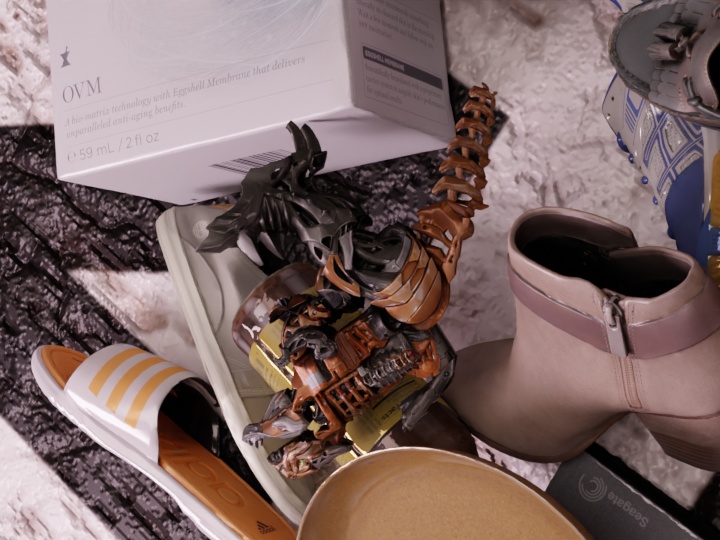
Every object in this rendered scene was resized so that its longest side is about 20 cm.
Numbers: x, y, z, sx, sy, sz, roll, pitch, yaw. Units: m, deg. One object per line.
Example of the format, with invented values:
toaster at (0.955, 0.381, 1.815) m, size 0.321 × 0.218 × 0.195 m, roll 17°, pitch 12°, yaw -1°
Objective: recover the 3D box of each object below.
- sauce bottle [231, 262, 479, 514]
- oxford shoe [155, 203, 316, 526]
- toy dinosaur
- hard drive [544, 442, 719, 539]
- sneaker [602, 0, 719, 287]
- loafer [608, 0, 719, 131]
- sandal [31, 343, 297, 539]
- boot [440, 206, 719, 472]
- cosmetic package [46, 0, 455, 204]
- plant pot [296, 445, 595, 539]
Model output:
sauce bottle at (0.015, 0.084, 0.817) m, size 0.200 × 0.065 × 0.065 m, roll 48°, pitch 109°, yaw 20°
oxford shoe at (-0.058, 0.047, 0.898) m, size 0.057 × 0.075 × 0.202 m, roll -23°, pitch 74°, yaw 2°
toy dinosaur at (0.000, 0.000, 0.774) m, size 0.135 × 0.102 × 0.201 m, roll 35°, pitch 73°, yaw 3°
hard drive at (0.117, 0.208, 0.798) m, size 0.139 × 0.033 × 0.201 m, roll 36°, pitch 104°, yaw 28°
sneaker at (0.165, -0.064, 0.779) m, size 0.088 × 0.075 × 0.203 m, roll -9°, pitch 77°, yaw 45°
loafer at (0.176, -0.092, 0.669) m, size 0.199 × 0.062 × 0.073 m, roll 20°, pitch 100°, yaw 48°
sandal at (-0.100, 0.092, 0.916) m, size 0.206 × 0.079 × 0.060 m, roll 36°, pitch 103°, yaw 19°
boot at (0.099, 0.029, 0.748) m, size 0.198 × 0.147 × 0.071 m, roll 8°, pitch 54°, yaw 34°
cosmetic package at (-0.067, -0.158, 0.886) m, size 0.197 × 0.123 × 0.203 m, roll -11°, pitch 79°, yaw 29°
plant pot at (0.055, 0.172, 0.765) m, size 0.198 × 0.027 × 0.202 m, roll 15°, pitch 118°, yaw 31°
